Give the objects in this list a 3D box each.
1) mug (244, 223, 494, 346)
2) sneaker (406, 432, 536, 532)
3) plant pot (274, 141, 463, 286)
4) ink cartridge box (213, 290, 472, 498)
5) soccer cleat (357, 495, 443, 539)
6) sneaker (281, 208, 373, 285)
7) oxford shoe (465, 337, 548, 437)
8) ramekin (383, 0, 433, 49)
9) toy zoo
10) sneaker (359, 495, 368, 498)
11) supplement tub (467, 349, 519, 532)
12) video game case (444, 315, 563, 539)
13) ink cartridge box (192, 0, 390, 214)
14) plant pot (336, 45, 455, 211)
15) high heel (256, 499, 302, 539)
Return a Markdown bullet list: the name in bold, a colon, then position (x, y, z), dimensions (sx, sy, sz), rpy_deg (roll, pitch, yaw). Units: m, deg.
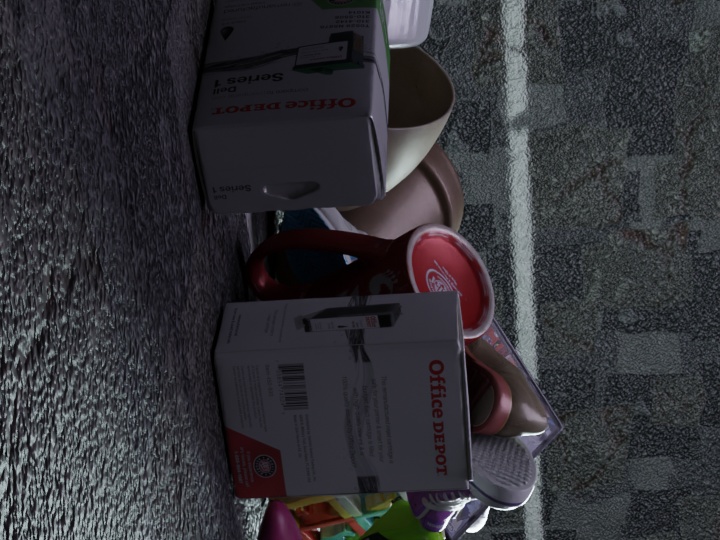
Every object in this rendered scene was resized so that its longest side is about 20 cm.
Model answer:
- **mug**: position (-0.002, 0.041, 1.383), dimensions (0.176, 0.199, 0.135), rpy_deg (25, 52, -34)
- **sneaker**: position (0.094, 0.192, 1.389), dimensions (0.200, 0.072, 0.116), rpy_deg (-135, -126, -67)
- **plant pot**: position (-0.011, -0.043, 1.642), dimensions (0.175, 0.198, 0.202), rpy_deg (-57, 148, -48)
- **ink cartridge box**: position (-0.010, 0.102, 1.280), dimensions (0.083, 0.197, 0.148), rpy_deg (-85, 171, -60)
- **soccer cleat**: position (-0.001, 0.298, 1.465), dimensions (0.067, 0.200, 0.081), rpy_deg (32, 20, -40)
- **sneaker**: position (0.000, 0.000, 1.513), dimensions (0.201, 0.076, 0.081), rpy_deg (52, 49, -18)
- **oxford shoe**: position (0.102, 0.096, 1.417), dimensions (0.071, 0.074, 0.200), rpy_deg (-61, -150, 17)
- **ramekin**: position (-0.024, -0.260, 1.423), dimensions (0.201, 0.198, 0.099), rpy_deg (-75, 169, -75)
- **toy zoo**: position (-0.006, 0.232, 1.511), dimensions (0.200, 0.130, 0.021), rpy_deg (55, 24, -56)
- **sneaker**: position (0.005, 0.180, 1.516), dimensions (0.076, 0.092, 0.200), rpy_deg (-53, -167, -28)
- **supplement tub**: position (0.090, 0.169, 1.695), dimensions (0.144, 0.143, 0.202), rpy_deg (52, 53, -82)
- **video game case**: position (0.099, 0.146, 1.601), dimensions (0.201, 0.181, 0.025), rpy_deg (56, -22, -21)
- **ink cartridge box**: position (-0.051, -0.143, 1.262), dimensions (0.201, 0.144, 0.085), rpy_deg (-88, 172, -49)
- **plant pot**: position (-0.022, -0.139, 1.517), dimensions (0.201, 0.198, 0.135), rpy_deg (-87, -167, -54)
- **high heel**: position (-0.038, 0.282, 1.395), dimensions (0.068, 0.095, 0.202), rpy_deg (-66, 157, -44)
